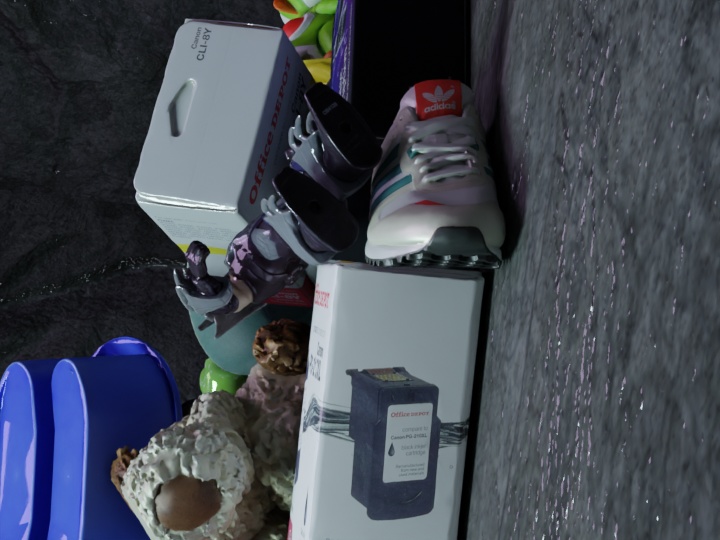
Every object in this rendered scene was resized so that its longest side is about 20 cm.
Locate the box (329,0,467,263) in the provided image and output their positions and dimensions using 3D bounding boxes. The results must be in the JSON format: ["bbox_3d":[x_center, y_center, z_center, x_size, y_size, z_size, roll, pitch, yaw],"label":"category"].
[{"bbox_3d":[0.021,-0.124,1.123,0.141,0.078,0.201,101,173,-57],"label":"box"}]

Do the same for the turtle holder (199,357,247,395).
[{"bbox_3d":[-0.081,0.161,1.453,0.186,0.140,0.132,-79,-14,-44],"label":"turtle holder"}]

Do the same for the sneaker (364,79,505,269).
[{"bbox_3d":[0.037,-0.055,0.919,0.200,0.070,0.094,-107,18,-82],"label":"sneaker"}]

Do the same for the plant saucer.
[{"bbox_3d":[-0.068,-0.008,1.430,0.201,0.039,0.202,-24,-61,-53],"label":"plant saucer"}]

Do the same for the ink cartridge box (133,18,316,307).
[{"bbox_3d":[-0.079,-0.074,1.266,0.200,0.083,0.146,53,-133,-64],"label":"ink cartridge box"}]

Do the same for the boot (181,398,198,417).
[{"bbox_3d":[-0.122,0.166,1.255,0.200,0.074,0.097,115,163,-66],"label":"boot"}]

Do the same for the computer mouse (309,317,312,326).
[{"bbox_3d":[-0.012,0.017,1.408,0.140,0.046,0.201,56,-132,-80],"label":"computer mouse"}]

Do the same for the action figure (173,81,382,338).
[{"bbox_3d":[-0.045,-0.028,0.988,0.130,0.069,0.200,-54,5,-25],"label":"action figure"}]

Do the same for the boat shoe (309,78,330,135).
[{"bbox_3d":[0.006,-0.103,1.248,0.073,0.067,0.201,-18,35,46],"label":"boat shoe"}]

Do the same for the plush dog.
[{"bbox_3d":[-0.061,0.123,1.093,0.160,0.171,0.201,41,161,52],"label":"plush dog"}]

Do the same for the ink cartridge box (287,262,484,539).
[{"bbox_3d":[0.009,0.096,0.962,0.145,0.084,0.201,-177,93,-84],"label":"ink cartridge box"}]

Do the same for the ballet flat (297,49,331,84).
[{"bbox_3d":[-0.038,-0.148,1.382,0.067,0.199,0.067,50,-123,-36],"label":"ballet flat"}]

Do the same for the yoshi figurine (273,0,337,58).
[{"bbox_3d":[-0.011,-0.211,1.507,0.112,0.112,0.201,42,-156,-46],"label":"yoshi figurine"}]

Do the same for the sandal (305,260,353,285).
[{"bbox_3d":[0.003,-0.007,1.310,0.207,0.059,0.079,70,-145,-53],"label":"sandal"}]

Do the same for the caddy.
[{"bbox_3d":[-0.186,0.146,1.206,0.141,0.105,0.201,-5,81,47],"label":"caddy"}]
